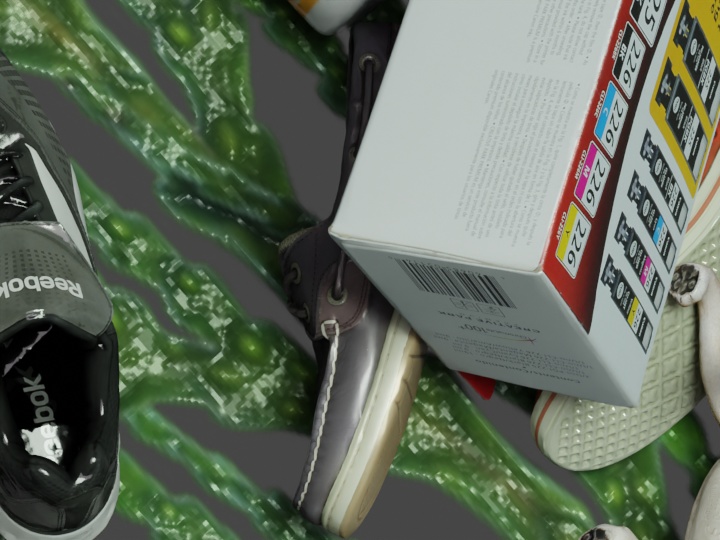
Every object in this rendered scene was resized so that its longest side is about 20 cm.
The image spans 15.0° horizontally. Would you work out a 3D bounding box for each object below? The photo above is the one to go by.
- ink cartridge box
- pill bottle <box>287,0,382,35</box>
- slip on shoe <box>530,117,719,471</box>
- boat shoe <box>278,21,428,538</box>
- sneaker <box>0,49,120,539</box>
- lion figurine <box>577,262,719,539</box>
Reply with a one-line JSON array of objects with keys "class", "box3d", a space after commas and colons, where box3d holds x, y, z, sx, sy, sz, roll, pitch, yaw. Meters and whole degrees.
[{"class": "ink cartridge box", "box3d": [0.082, -0.063, 1.010, 0.083, 0.176, 0.201, 11, 72, 25]}, {"class": "pill bottle", "box3d": [-0.038, -0.199, 1.050, 0.112, 0.112, 0.200, -42, 90, -16]}, {"class": "slip on shoe", "box3d": [0.125, -0.011, 1.084, 0.074, 0.061, 0.201, 34, 84, -43]}, {"class": "boat shoe", "box3d": [0.000, 0.000, 1.049, 0.064, 0.072, 0.201, 14, 81, 4]}, {"class": "sneaker", "box3d": [-0.124, 0.002, 1.006, 0.066, 0.090, 0.202, -12, 83, -15]}, {"class": "lion figurine", "box3d": [0.145, 0.094, 1.045, 0.122, 0.072, 0.201, 39, 73, -44]}]
